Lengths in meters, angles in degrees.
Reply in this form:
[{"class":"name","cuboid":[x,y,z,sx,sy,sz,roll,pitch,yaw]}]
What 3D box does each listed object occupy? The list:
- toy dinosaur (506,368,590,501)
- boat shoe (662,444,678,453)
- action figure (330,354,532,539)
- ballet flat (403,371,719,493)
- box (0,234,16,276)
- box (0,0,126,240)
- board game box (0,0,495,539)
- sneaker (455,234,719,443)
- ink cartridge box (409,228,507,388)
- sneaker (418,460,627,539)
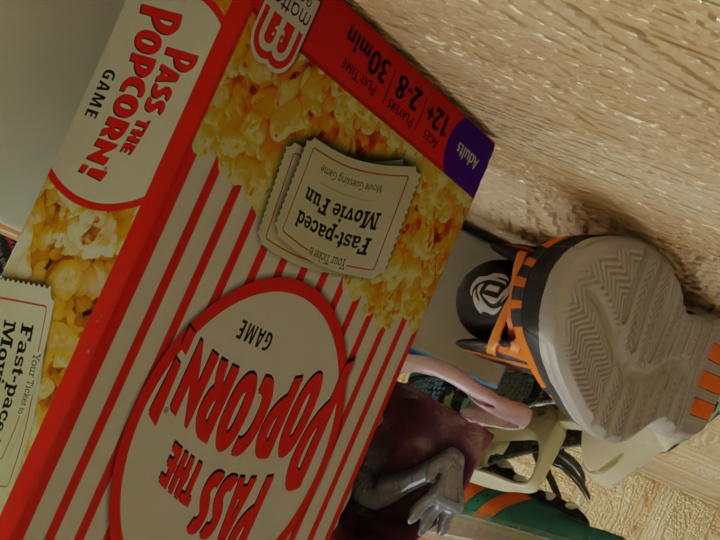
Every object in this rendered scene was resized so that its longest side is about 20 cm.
[{"class":"toy dinosaur","cuboid":[0.083,0.085,0.863,0.199,0.105,0.182,8,133,6]},{"class":"boat shoe","cuboid":[0.123,0.074,0.982,0.201,0.075,0.065,17,171,-2]},{"class":"action figure","cuboid":[-0.029,0.061,0.739,0.134,0.149,0.200,34,-170,-27]},{"class":"ballet flat","cuboid":[0.108,0.083,0.753,0.199,0.074,0.074,-10,156,32]},{"class":"box","cuboid":[-0.176,0.002,0.756,0.199,0.123,0.106,-19,-174,-15]},{"class":"box","cuboid":[-0.124,-0.066,0.501,0.124,0.098,0.200,20,173,38]},{"class":"board game box","cuboid":[-0.043,0.019,0.439,0.046,0.201,0.151,20,175,32]},{"class":"sneaker","cuboid":[0.080,0.024,0.616,0.112,0.078,0.200,19,174,30]},{"class":"ink cartridge box","cuboid":[0.000,0.000,0.789,0.116,0.067,0.200,26,175,-20]},{"class":"sneaker","cuboid":[0.068,0.130,0.824,0.199,0.080,0.071,13,148,17]}]
